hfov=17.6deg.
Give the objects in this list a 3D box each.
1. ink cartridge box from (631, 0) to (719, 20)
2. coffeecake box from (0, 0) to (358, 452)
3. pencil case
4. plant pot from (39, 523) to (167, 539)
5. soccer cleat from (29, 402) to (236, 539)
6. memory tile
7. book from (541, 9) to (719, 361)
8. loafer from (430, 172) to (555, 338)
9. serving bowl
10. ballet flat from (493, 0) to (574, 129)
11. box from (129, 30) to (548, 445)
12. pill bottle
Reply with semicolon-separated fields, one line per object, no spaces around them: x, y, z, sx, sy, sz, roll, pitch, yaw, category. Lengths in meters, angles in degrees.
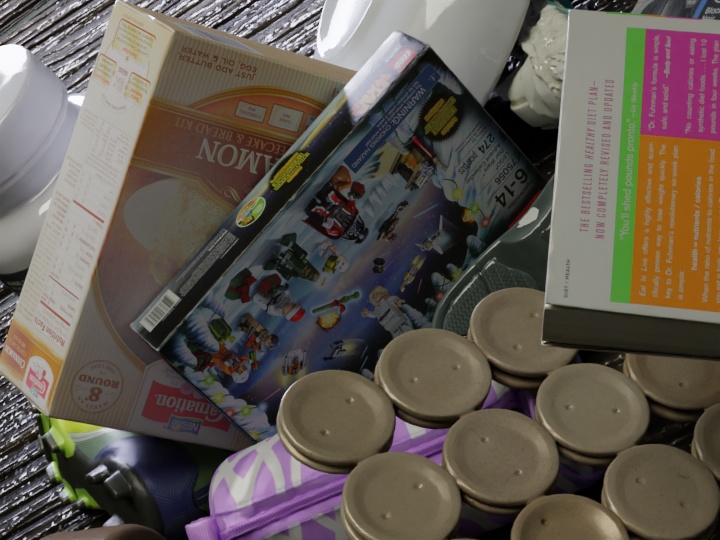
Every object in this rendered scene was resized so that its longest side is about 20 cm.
0.219;-0.188;1.220;0.099;0.039;0.201;3;55;49;ink cartridge box
-0.077;-0.017;1.187;0.073;0.153;0.201;32;106;54;coffeecake box
0.021;0.093;1.087;0.199;0.084;0.085;-27;-3;29;pencil case
-0.039;0.193;0.974;0.174;0.201;0.201;-12;42;16;plant pot
-0.125;0.097;1.283;0.083;0.065;0.200;-22;23;-20;soccer cleat
0.078;0.072;0.978;0.199;0.017;0.153;-23;54;-27;memory tile
0.174;-0.031;0.901;0.199;0.048;0.134;5;70;5;book
0.117;-0.022;1.128;0.200;0.072;0.063;-39;-8;7;loafer
0.024;-0.143;1.291;0.200;0.066;0.201;-52;25;37;serving bowl
0.102;-0.110;1.243;0.072;0.072;0.200;-40;25;7;ballet flat
0.000;0.000;1.166;0.200;0.137;0.040;-49;33;-5;box
-0.151;-0.028;1.302;0.119;0.200;0.120;-28;37;24;pill bottle
